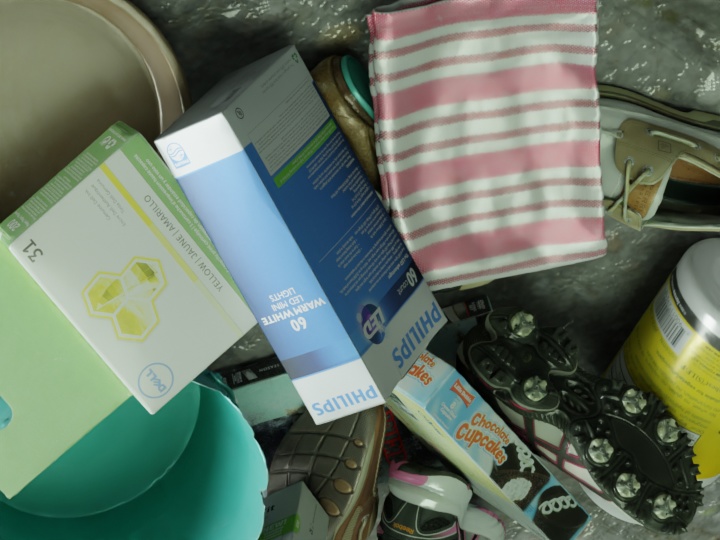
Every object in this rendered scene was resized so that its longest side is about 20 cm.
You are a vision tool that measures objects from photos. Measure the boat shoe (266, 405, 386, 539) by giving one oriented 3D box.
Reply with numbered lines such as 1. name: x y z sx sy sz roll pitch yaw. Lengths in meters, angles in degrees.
1. boat shoe: -0.024 0.166 1.666 0.072 0.076 0.201 -16 137 -49

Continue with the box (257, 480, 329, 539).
1. box: -0.103 0.236 1.548 0.155 0.200 0.041 -27 111 18

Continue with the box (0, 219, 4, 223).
1. box: -0.245 -0.023 1.453 0.198 0.065 0.070 5 132 -19

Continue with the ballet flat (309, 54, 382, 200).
1. ballet flat: 0.019 -0.057 1.487 0.072 0.068 0.200 -31 130 22

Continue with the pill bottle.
1. pill bottle: 0.230 0.083 1.641 0.111 0.112 0.201 12 130 -24

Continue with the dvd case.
1. dvd case: 0.011 0.098 1.663 0.199 0.022 0.147 -17 135 1

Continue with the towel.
1. towel: 0.081 -0.081 1.434 0.145 0.030 0.201 -11 119 -10

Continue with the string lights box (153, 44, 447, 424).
1. string lights box: -0.033 -0.022 1.402 0.059 0.103 0.201 -19 107 33

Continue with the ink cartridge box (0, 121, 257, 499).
1. ink cartridge box: -0.170 0.030 1.386 0.200 0.048 0.146 -42 116 -8

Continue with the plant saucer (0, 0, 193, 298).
1. plant saucer: -0.198 -0.081 1.386 0.199 0.029 0.202 -6 110 -17

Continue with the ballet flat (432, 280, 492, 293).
1. ballet flat: 0.000 0.000 1.541 0.198 0.057 0.067 0 134 -15

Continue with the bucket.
1. bucket: -0.170 0.125 1.532 0.206 0.135 0.209 -8 119 -15

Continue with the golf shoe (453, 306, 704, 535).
1. golf shoe: 0.150 0.105 1.596 0.200 0.077 0.088 43 156 -2

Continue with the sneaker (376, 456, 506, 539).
1. sneaker: 0.045 0.199 1.684 0.080 0.087 0.200 17 166 23

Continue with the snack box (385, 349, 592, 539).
1. snack box: 0.068 0.109 1.592 0.037 0.116 0.200 -50 132 -8

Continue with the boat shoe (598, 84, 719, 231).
1. boat shoe: 0.180 -0.068 1.512 0.198 0.069 0.075 3 132 -17
